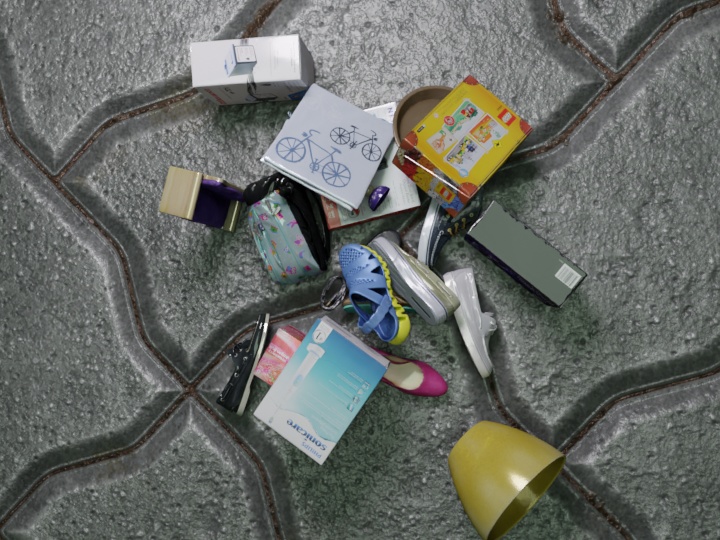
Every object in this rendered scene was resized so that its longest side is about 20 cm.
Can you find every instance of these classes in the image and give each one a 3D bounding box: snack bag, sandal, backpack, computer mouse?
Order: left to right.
[{"bbox_3d":[-0.134,-0.077,1.263,0.126,0.167,0.201,-20,100,15],"label":"backpack"},{"bbox_3d":[-0.050,-0.224,1.216,0.188,0.021,0.201,27,65,-1],"label":"snack bag"},{"bbox_3d":[0.000,0.000,1.282,0.200,0.034,0.059,-42,87,-7],"label":"computer mouse"},{"bbox_3d":[0.012,0.037,1.196,0.080,0.087,0.201,-46,61,32],"label":"sandal"}]

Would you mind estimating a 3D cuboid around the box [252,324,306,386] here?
[{"bbox_3d":[-0.083,0.196,1.270,0.199,0.095,0.103,32,93,6],"label":"box"}]

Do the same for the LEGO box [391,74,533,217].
[{"bbox_3d":[0.176,-0.216,1.185,0.149,0.077,0.200,42,65,5],"label":"LEGO box"}]

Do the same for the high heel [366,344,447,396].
[{"bbox_3d":[0.065,0.183,1.252,0.199,0.096,0.068,28,92,7],"label":"high heel"}]

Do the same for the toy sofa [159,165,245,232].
[{"bbox_3d":[-0.269,-0.121,1.246,0.097,0.200,0.083,15,90,12],"label":"toy sofa"}]

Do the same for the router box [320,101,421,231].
[{"bbox_3d":[0.005,-0.194,1.291,0.178,0.049,0.202,-14,87,6],"label":"router box"}]

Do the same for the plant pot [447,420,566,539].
[{"bbox_3d":[0.237,0.348,1.199,0.142,0.200,0.200,42,94,31],"label":"plant pot"}]

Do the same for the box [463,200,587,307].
[{"bbox_3d":[0.283,-0.026,1.210,0.200,0.141,0.079,39,95,6],"label":"box"}]

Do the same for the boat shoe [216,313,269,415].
[{"bbox_3d":[-0.223,0.170,1.298,0.066,0.075,0.201,17,100,-5],"label":"boat shoe"}]

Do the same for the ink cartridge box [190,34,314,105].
[{"bbox_3d":[-0.194,-0.367,1.269,0.198,0.146,0.087,-4,90,7],"label":"ink cartridge box"}]

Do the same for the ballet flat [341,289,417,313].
[{"bbox_3d":[0.065,0.044,1.271,0.198,0.068,0.073,1,73,16],"label":"ballet flat"}]

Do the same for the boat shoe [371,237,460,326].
[{"bbox_3d":[0.095,0.013,1.223,0.062,0.072,0.200,-28,65,-24],"label":"boat shoe"}]

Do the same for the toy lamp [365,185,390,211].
[{"bbox_3d":[-0.042,-0.184,1.243,0.200,0.058,0.058,37,93,7],"label":"toy lamp"}]

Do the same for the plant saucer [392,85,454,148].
[{"bbox_3d":[0.151,-0.244,1.248,0.198,0.029,0.202,5,67,-13],"label":"plant saucer"}]

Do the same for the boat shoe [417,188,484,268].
[{"bbox_3d":[0.167,-0.087,1.257,0.090,0.071,0.202,15,88,13],"label":"boat shoe"}]

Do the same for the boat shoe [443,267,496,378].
[{"bbox_3d":[0.212,0.092,1.257,0.068,0.072,0.201,-19,78,6],"label":"boat shoe"}]

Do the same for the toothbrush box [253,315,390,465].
[{"bbox_3d":[-0.063,0.201,1.176,0.146,0.085,0.201,34,93,5],"label":"toothbrush box"}]
